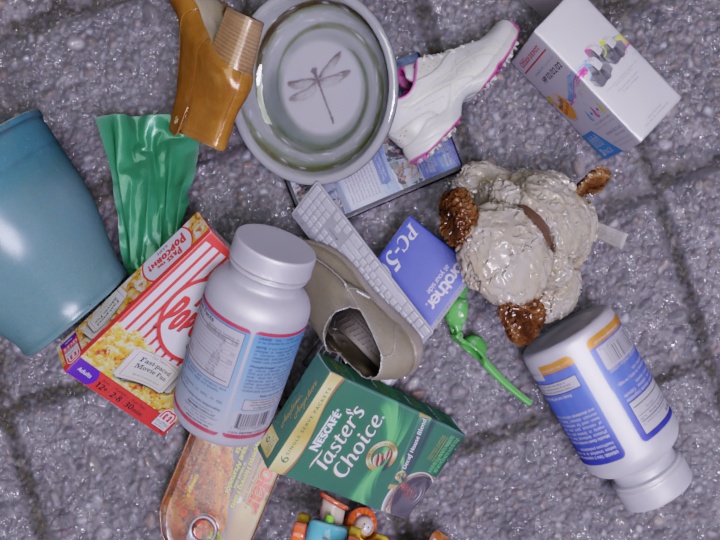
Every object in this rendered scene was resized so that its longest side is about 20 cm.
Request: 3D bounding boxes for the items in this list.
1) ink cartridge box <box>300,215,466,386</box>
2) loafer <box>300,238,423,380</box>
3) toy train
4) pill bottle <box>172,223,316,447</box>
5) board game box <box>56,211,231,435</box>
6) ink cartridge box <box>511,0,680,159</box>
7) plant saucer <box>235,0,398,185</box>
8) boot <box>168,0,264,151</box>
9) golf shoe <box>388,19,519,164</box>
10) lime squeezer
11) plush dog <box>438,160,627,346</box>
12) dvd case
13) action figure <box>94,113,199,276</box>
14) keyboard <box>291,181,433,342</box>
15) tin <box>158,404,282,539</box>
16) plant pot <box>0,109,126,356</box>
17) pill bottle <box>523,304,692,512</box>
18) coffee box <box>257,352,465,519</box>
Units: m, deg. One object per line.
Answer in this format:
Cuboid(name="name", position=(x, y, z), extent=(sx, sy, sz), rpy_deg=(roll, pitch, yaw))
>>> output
Cuboid(name="ink cartridge box", position=(0.032, 0.051, 0.881), extent=(0.093, 0.044, 0.202), rpy_deg=(37, 93, 13))
Cuboid(name="loafer", position=(-0.023, 0.039, 0.826), extent=(0.199, 0.068, 0.077), rpy_deg=(37, 117, 19))
Cuboid(name="toy train", position=(0.020, 0.275, 0.834), extent=(0.148, 0.199, 0.057), rpy_deg=(0, 68, 40))
Cuboid(name="pill bottle", position=(-0.112, 0.063, 0.797), extent=(0.107, 0.109, 0.203), rpy_deg=(21, 111, -1))
Cuboid(name="board game box", position=(-0.192, 0.060, 0.848), extent=(0.200, 0.046, 0.152), rpy_deg=(-44, 133, -1))
Cuboid(name="ink cartridge box", position=(0.235, -0.222, 0.870), extent=(0.068, 0.115, 0.200), rpy_deg=(-44, 90, -2))
Cuboid(name="plant saucer", position=(-0.045, -0.195, 0.858), extent=(0.196, 0.050, 0.205), rpy_deg=(4, 101, 22))
Cuboid(name="boot", position=(-0.179, -0.219, 0.856), extent=(0.070, 0.201, 0.146), rpy_deg=(10, 110, -43))
Cuboid(name="golf shoe", position=(0.096, -0.213, 0.876), extent=(0.091, 0.075, 0.201), rpy_deg=(41, 75, -3))
Cuboid(name="lime squeezer", position=(0.132, 0.066, 0.910), extent=(0.070, 0.038, 0.204), rpy_deg=(-17, 89, -33))
Cuboid(name="plush dog", position=(0.165, -0.028, 0.818), extent=(0.171, 0.160, 0.202), rpy_deg=(-37, 91, -38))
Cuboid(name="dvd case", position=(0.002, -0.143, 0.912), extent=(0.196, 0.018, 0.145), rpy_deg=(-23, 90, -2))
Cuboid(name="action figure", position=(-0.229, -0.067, 0.889), extent=(0.115, 0.055, 0.205), rpy_deg=(-2, 87, -3))
Cuboid(name="keyboard", position=(0.000, 0.000, 0.848), extent=(0.011, 0.056, 0.201), rpy_deg=(-28, 76, -46))
Cuboid(name="tin", position=(-0.148, 0.228, 0.895), extent=(0.110, 0.042, 0.204), rpy_deg=(23, 88, 3))
Cuboid(name="plant pot", position=(-0.348, -0.027, 0.827), extent=(0.199, 0.200, 0.189), rpy_deg=(-38, 104, -1))
Cuboid(name="pill bottle", position=(0.270, 0.150, 0.867), extent=(0.111, 0.112, 0.203), rpy_deg=(-30, 90, -1))
Cuboid(name="coffee box", position=(0.004, 0.178, 0.840), extent=(0.198, 0.044, 0.124), rpy_deg=(31, 99, -32))
